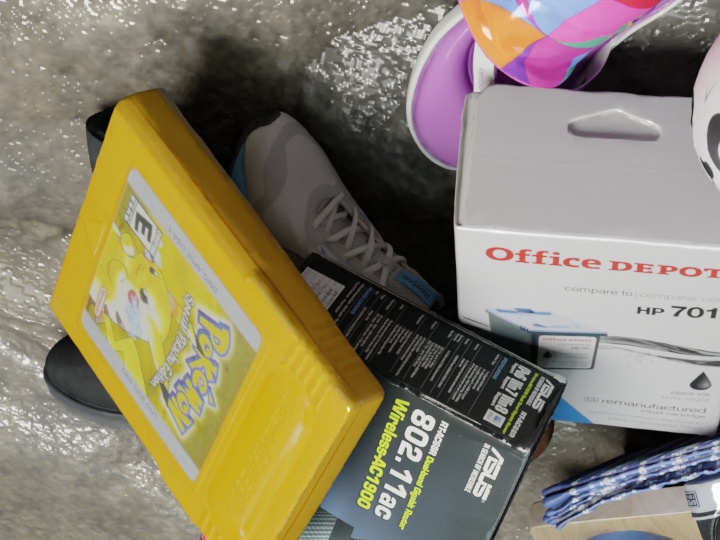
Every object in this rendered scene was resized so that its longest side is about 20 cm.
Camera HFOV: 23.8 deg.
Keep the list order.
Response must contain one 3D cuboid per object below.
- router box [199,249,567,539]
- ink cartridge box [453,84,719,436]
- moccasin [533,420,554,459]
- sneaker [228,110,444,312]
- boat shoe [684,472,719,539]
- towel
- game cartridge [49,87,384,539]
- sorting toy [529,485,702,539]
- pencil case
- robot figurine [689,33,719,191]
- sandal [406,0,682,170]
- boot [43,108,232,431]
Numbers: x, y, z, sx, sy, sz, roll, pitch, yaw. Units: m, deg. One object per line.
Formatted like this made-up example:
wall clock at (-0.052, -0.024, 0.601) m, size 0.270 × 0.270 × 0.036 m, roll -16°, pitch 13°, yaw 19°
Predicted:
router box at (0.006, 0.107, 0.907) m, size 0.149 × 0.062 × 0.201 m, roll 26°, pitch 132°, yaw 9°
ink cartridge box at (0.124, 0.001, 0.880) m, size 0.145 × 0.086 × 0.200 m, roll 5°, pitch 152°, yaw 8°
moccasin at (0.017, 0.077, 1.024) m, size 0.200 × 0.074 × 0.078 m, roll 12°, pitch 144°, yaw 15°
sneaker at (0.000, 0.000, 0.921) m, size 0.086 × 0.075 × 0.201 m, roll -5°, pitch 121°, yaw 38°
boat shoe at (0.283, 0.118, 0.946) m, size 0.198 × 0.074 × 0.069 m, roll -21°, pitch 86°, yaw 7°
towel at (0.211, 0.101, 0.964) m, size 0.199 × 0.145 × 0.024 m, roll -21°, pitch 84°, yaw 29°
game cartridge at (-0.081, 0.039, 0.862) m, size 0.200 × 0.032 × 0.177 m, roll 53°, pitch 141°, yaw 23°
sorting toy at (0.226, 0.214, 1.076) m, size 0.197 × 0.070 × 0.200 m, roll -8°, pitch 142°, yaw 20°
pencil case at (0.131, -0.153, 0.716) m, size 0.199 × 0.089 × 0.088 m, roll -27°, pitch 123°, yaw 39°
robot figurine at (0.229, -0.039, 0.726) m, size 0.200 × 0.125 × 0.150 m, roll 41°, pitch 145°, yaw -21°
sandal at (0.087, -0.110, 0.838) m, size 0.082 × 0.050 × 0.203 m, roll 31°, pitch 132°, yaw -16°
boot at (-0.133, 0.001, 0.977) m, size 0.164 × 0.066 × 0.201 m, roll 15°, pitch 132°, yaw 29°
